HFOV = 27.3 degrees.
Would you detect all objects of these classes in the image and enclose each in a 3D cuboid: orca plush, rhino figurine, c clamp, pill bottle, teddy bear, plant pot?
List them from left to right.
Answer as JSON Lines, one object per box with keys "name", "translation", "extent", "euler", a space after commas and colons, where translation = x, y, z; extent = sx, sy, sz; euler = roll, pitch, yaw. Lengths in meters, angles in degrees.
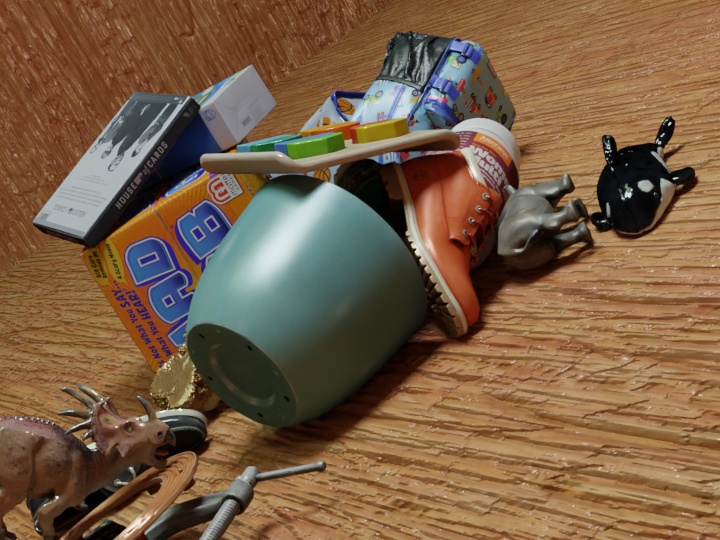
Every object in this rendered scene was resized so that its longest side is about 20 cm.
{"name": "c clamp", "translation": [-0.136, 0.213, 1.131], "extent": [0.169, 0.027, 0.200], "euler": [-16, 21, 34]}
{"name": "teddy bear", "translation": [-0.138, 0.073, 1.556], "extent": [0.143, 0.067, 0.202], "euler": [3, 58, 37]}
{"name": "plant pot", "translation": [-0.063, 0.043, 1.345], "extent": [0.199, 0.201, 0.161], "euler": [-13, 31, 51]}
{"name": "pill bottle", "translation": [0.108, -0.084, 1.555], "extent": [0.109, 0.110, 0.200], "euler": [-24, 17, 26]}
{"name": "rhino figurine", "translation": [0.172, -0.055, 1.432], "extent": [0.087, 0.060, 0.200], "euler": [-25, 14, 13]}
{"name": "orca plush", "translation": [0.259, -0.105, 1.389], "extent": [0.104, 0.072, 0.200], "euler": [-20, 19, 38]}

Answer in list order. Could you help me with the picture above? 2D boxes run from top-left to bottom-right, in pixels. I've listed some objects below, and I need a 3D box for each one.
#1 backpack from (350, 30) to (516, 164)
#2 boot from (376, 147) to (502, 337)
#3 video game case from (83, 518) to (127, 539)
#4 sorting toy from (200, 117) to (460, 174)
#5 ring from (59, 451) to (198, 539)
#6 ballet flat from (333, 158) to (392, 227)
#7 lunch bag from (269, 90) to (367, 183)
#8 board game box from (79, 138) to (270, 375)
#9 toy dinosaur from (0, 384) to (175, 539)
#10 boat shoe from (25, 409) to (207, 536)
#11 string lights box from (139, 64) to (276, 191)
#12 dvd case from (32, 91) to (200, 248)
{"name": "backpack", "translation": [0.074, -0.155, 1.738], "extent": [0.133, 0.183, 0.201], "euler": [11, 58, 36]}
{"name": "boot", "translation": [0.090, -0.033, 1.379], "extent": [0.106, 0.075, 0.202], "euler": [-15, 56, -4]}
{"name": "video game case", "translation": [-0.249, 0.289, 1.213], "extent": [0.199, 0.036, 0.181], "euler": [-38, 17, -23]}
{"name": "sorting toy", "translation": [-0.032, -0.120, 1.419], "extent": [0.198, 0.037, 0.184], "euler": [-11, 8, -30]}
{"name": "ring", "translation": [-0.208, 0.220, 1.210], "extent": [0.199, 0.019, 0.201], "euler": [-36, 9, 6]}
{"name": "ballet flat", "translation": [0.004, -0.081, 1.533], "extent": [0.074, 0.075, 0.200], "euler": [-30, -19, 4]}
{"name": "lunch bag", "translation": [-0.012, -0.142, 1.904], "extent": [0.170, 0.125, 0.199], "euler": [-41, -18, 30]}
{"name": "board game box", "translation": [-0.176, -0.010, 1.711], "extent": [0.198, 0.201, 0.200], "euler": [-29, 14, 6]}
{"name": "toy dinosaur", "translation": [-0.268, 0.154, 1.244], "extent": [0.198, 0.137, 0.086], "euler": [8, 20, -27]}
{"name": "boat shoe", "translation": [-0.238, 0.200, 1.464], "extent": [0.198, 0.072, 0.068], "euler": [-24, 51, 3]}
{"name": "string lights box", "translation": [-0.204, -0.160, 1.741], "extent": [0.198, 0.059, 0.103], "euler": [-21, 19, 35]}
{"name": "dvd case", "translation": [-0.277, -0.118, 1.672], "extent": [0.201, 0.025, 0.150], "euler": [-55, 32, -14]}
